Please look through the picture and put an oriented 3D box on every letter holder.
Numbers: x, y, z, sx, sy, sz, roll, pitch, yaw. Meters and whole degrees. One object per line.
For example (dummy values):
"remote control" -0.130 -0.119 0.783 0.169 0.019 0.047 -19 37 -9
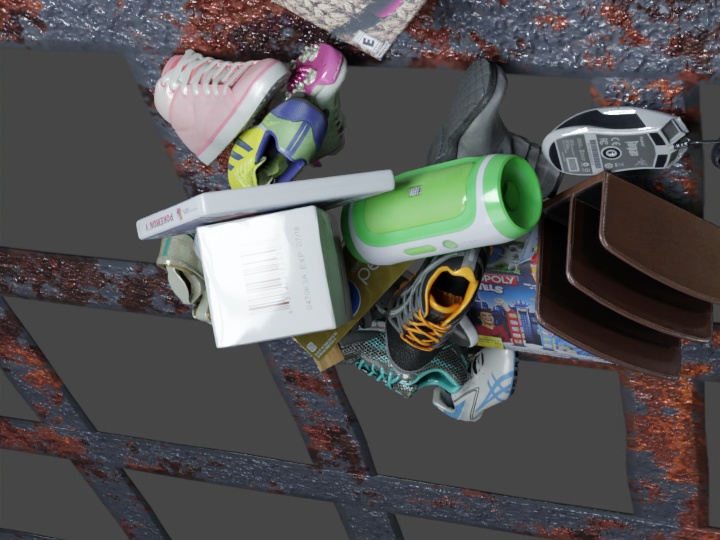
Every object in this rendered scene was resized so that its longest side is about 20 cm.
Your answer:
"letter holder" 0.279 0.014 1.330 0.199 0.143 0.100 22 151 -27

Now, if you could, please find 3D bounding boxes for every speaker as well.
"speaker" 0.076 -0.058 1.311 0.199 0.089 0.088 -11 137 41

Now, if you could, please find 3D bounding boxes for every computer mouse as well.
"computer mouse" 0.270 -0.131 1.259 0.198 0.044 0.110 -1 147 17

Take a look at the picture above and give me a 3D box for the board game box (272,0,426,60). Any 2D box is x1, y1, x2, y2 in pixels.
"board game box" -0.023 -0.297 1.114 0.199 0.097 0.159 27 146 -12

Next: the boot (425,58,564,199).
"boot" 0.146 -0.128 1.317 0.130 0.070 0.200 16 155 -6

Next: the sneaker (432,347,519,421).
"sneaker" 0.146 0.134 1.671 0.072 0.072 0.200 9 149 -14

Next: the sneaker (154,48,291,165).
"sneaker" -0.148 -0.180 1.336 0.105 0.075 0.200 47 152 -7

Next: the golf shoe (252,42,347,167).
"golf shoe" -0.044 -0.163 1.353 0.091 0.076 0.200 20 156 -17

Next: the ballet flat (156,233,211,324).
"ballet flat" -0.205 0.028 1.705 0.067 0.063 0.200 -2 142 29

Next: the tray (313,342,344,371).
"tray" -0.080 0.008 1.534 0.037 0.099 0.201 -27 116 -3

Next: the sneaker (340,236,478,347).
"sneaker" 0.034 0.048 1.523 0.199 0.099 0.071 36 156 14

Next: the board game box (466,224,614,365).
"board game box" 0.193 0.012 1.483 0.198 0.062 0.201 8 143 21

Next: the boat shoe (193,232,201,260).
"boat shoe" -0.109 0.002 1.610 0.199 0.072 0.062 29 151 -11

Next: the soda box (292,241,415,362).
"soda box" 0.000 0.000 1.446 0.068 0.064 0.200 42 100 -4

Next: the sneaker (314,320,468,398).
"sneaker" 0.042 0.110 1.624 0.198 0.092 0.078 -2 154 -4

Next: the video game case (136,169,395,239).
"video game case" -0.094 -0.062 1.290 0.198 0.023 0.182 -9 178 -28

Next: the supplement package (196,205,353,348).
"supplement package" -0.078 0.006 1.318 0.116 0.118 0.200 -11 180 4

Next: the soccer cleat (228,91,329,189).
"soccer cleat" -0.094 -0.104 1.309 0.064 0.084 0.200 33 152 -11

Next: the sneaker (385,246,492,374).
"sneaker" 0.076 0.040 1.430 0.078 0.077 0.201 20 124 -5
